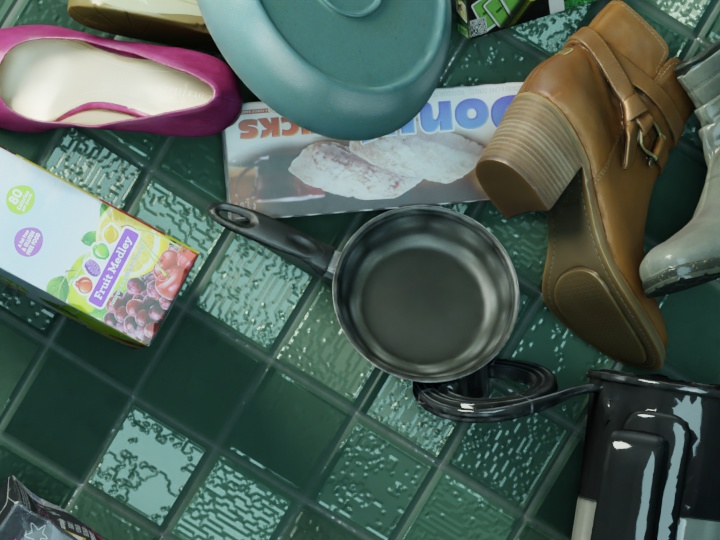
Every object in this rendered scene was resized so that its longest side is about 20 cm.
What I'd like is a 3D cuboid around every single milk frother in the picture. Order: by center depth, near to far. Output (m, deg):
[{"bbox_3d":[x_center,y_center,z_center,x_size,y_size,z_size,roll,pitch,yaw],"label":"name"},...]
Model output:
[{"bbox_3d":[0.132,0.152,1.622,0.199,0.180,0.190,8,89,37],"label":"milk frother"}]

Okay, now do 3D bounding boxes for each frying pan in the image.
[{"bbox_3d":[0.002,0.016,1.616,0.189,0.031,0.116,0,68,-5],"label":"frying pan"}]

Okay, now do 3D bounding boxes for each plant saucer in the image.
[{"bbox_3d":[-0.016,-0.176,1.583,0.199,0.027,0.202,15,65,-37],"label":"plant saucer"}]

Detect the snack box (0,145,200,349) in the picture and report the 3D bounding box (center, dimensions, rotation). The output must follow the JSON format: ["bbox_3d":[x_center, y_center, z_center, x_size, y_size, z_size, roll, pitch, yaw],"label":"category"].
[{"bbox_3d":[-0.200,-0.027,1.552,0.199,0.169,0.068,29,84,-5],"label":"snack box"}]

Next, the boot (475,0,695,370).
[{"bbox_3d":[0.165,-0.052,1.644,0.155,0.073,0.200,-52,125,-29],"label":"boot"}]

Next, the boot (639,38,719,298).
[{"bbox_3d":[0.219,-0.071,1.629,0.199,0.068,0.131,-27,92,-37],"label":"boot"}]

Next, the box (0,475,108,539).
[{"bbox_3d":[-0.213,0.240,1.571,0.114,0.132,0.201,35,87,-9],"label":"box"}]

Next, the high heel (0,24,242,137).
[{"bbox_3d":[-0.168,-0.111,1.583,0.199,0.096,0.068,13,89,4],"label":"high heel"}]

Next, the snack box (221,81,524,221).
[{"bbox_3d":[0.015,-0.074,1.648,0.199,0.024,0.072,-5,92,-6],"label":"snack box"}]

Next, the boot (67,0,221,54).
[{"bbox_3d":[-0.072,-0.210,1.614,0.199,0.072,0.156,9,79,-18],"label":"boot"}]

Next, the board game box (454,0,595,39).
[{"bbox_3d":[0.096,-0.246,1.605,0.104,0.023,0.201,-20,120,-19],"label":"board game box"}]
